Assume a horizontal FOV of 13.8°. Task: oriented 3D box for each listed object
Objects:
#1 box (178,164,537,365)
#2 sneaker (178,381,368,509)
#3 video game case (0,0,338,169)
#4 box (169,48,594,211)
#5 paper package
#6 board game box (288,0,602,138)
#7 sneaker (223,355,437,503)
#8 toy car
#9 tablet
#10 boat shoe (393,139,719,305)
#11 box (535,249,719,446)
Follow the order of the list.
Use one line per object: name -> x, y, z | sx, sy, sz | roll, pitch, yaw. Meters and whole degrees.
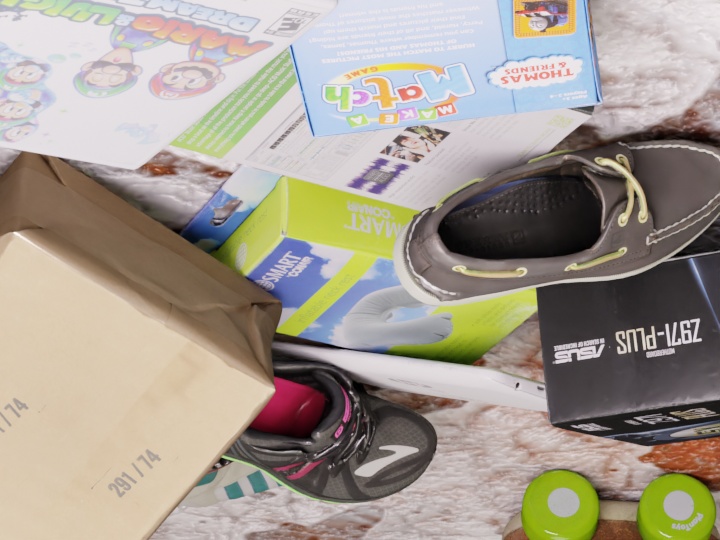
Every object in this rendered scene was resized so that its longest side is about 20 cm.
box -> 0.000, 0.000, 1.758 | 0.199, 0.048, 0.122 | 13, 151, -22
sneaker -> -0.079, 0.111, 1.911 | 0.199, 0.071, 0.093 | -6, 160, -42
video game case -> -0.141, -0.108, 1.409 | 0.200, 0.024, 0.182 | 9, 150, -37
box -> 0.005, -0.090, 1.593 | 0.199, 0.036, 0.144 | 13, 151, -24
paper package -> -0.172, 0.064, 1.697 | 0.190, 0.104, 0.200 | 32, 114, -17
board game box -> 0.034, -0.144, 1.442 | 0.151, 0.037, 0.200 | -6, 143, 5
sneaker -> -0.026, 0.098, 1.830 | 0.200, 0.077, 0.084 | 15, 167, -38
toy car -> 0.177, 0.264, 2.095 | 0.157, 0.201, 0.164 | 1, 153, 1
tablet -> 0.045, 0.067, 1.829 | 0.200, 0.014, 0.130 | 5, 172, 42
boat shoe -> 0.118, -0.030, 1.605 | 0.201, 0.072, 0.061 | -17, 170, -18
box -> 0.211, 0.045, 1.726 | 0.163, 0.086, 0.200 | -9, 170, 20
